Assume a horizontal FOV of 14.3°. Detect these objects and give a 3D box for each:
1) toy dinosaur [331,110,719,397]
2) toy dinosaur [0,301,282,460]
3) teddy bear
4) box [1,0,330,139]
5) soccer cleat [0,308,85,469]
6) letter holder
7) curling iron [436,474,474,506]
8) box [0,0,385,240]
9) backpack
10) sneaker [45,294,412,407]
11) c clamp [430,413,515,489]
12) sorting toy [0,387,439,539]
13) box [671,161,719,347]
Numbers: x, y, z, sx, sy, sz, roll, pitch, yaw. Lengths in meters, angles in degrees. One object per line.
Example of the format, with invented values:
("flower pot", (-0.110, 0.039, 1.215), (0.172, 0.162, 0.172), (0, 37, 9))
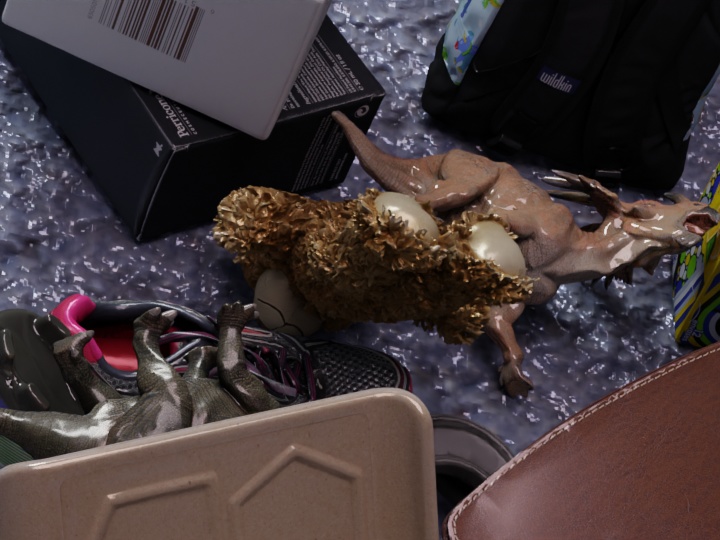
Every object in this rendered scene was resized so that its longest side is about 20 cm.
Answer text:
("toy dinosaur", (0.075, -0.028, 1.520), (0.199, 0.086, 0.136), (32, 46, 8))
("toy dinosaur", (-0.083, 0.073, 1.278), (0.199, 0.077, 0.103), (7, 59, -39))
("teddy bear", (0.000, 0.000, 1.404), (0.145, 0.199, 0.067), (18, 79, -46))
("box", (-0.074, -0.192, 1.483), (0.152, 0.107, 0.200), (24, 45, -2))
("soccer cleat", (-0.139, 0.115, 1.323), (0.065, 0.084, 0.201), (-15, 78, -44))
("letter holder", (0.129, 0.137, 1.340), (0.199, 0.101, 0.143), (-29, 80, -27))
("curling iron", (0.102, 0.140, 1.421), (0.199, 0.026, 0.050), (31, 69, 8))
("box", (-0.103, -0.127, 1.539), (0.141, 0.079, 0.200), (-15, 58, -36))
("backpack", (0.142, -0.167, 1.589), (0.162, 0.200, 0.154), (16, 47, -8))
("sneaker", (-0.066, 0.056, 1.395), (0.199, 0.075, 0.081), (3, 49, -22))
("c clamp", (0.003, 0.150, 1.362), (0.199, 0.027, 0.172), (-10, 68, -25))
("sorting toy", (-0.060, 0.154, 1.254), (0.199, 0.186, 0.036), (-9, 16, -21))
("box", (0.228, -0.043, 1.515), (0.064, 0.200, 0.070), (12, 46, -10))
